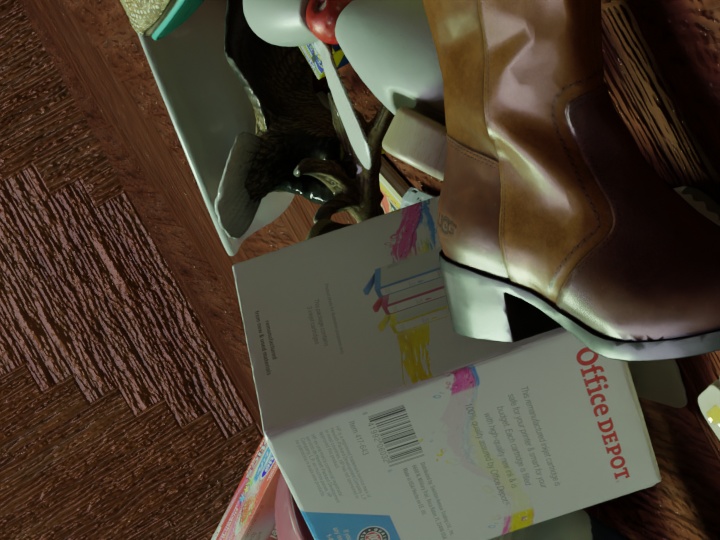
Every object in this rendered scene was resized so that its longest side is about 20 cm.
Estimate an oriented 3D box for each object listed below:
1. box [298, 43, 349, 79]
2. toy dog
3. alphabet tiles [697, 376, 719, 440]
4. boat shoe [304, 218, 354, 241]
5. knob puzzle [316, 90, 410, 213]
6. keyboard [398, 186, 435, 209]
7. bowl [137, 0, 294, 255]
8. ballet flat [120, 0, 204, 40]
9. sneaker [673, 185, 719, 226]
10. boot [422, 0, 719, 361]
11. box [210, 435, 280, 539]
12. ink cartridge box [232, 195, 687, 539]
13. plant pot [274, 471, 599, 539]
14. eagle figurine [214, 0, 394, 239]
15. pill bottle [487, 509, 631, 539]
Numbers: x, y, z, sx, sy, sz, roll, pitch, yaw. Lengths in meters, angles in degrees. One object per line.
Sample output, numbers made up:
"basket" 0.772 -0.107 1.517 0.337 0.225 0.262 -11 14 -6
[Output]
"box" -0.043 -0.209 1.138 0.200 0.064 0.070 60 170 2
"toy dog" 0.032 -0.100 0.994 0.096 0.132 0.200 27 -157 -40
"alphabet tiles" 0.219 0.131 0.959 0.200 0.015 0.196 58 170 9
"boat shoe" -0.002 0.004 1.210 0.075 0.075 0.202 40 139 -13
"knob puzzle" 0.025 -0.006 1.486 0.220 0.030 0.220 56 170 16
"keyboard" 0.048 -0.014 1.276 0.011 0.056 0.200 33 179 -19
"bowl" -0.088 -0.118 1.498 0.201 0.090 0.201 158 90 -89
"ballet flat" -0.102 -0.203 1.267 0.065 0.071 0.200 51 143 -3
"sneaker" 0.107 0.005 0.931 0.076 0.087 0.200 64 169 -24
"boot" 0.097 -0.071 0.824 0.188 0.068 0.200 8 108 52
"box" -0.016 0.132 1.491 0.095 0.200 0.103 28 176 -10
"ink cartridge box" 0.055 0.048 1.067 0.125 0.200 0.129 -105 -4 -47
"plant pot" 0.059 0.116 1.267 0.200 0.200 0.179 56 154 21
"eagle figurine" -0.042 -0.089 1.312 0.151 0.152 0.200 41 180 -42
"pill bottle" 0.118 0.192 1.138 0.200 0.111 0.111 32 176 -13
